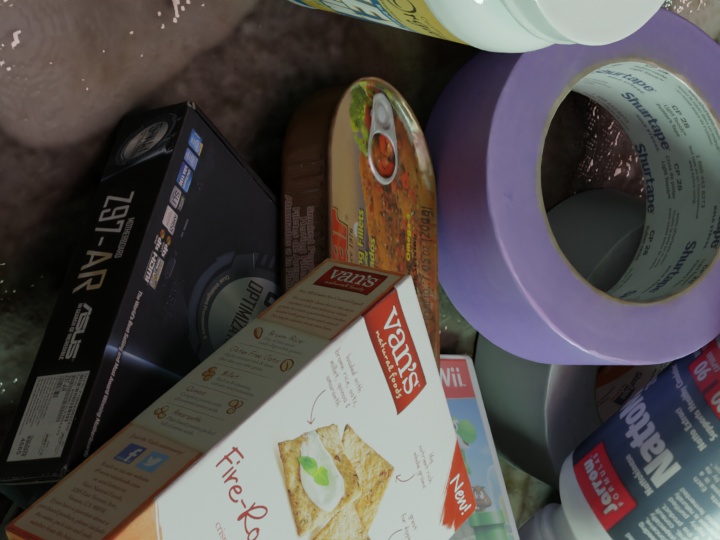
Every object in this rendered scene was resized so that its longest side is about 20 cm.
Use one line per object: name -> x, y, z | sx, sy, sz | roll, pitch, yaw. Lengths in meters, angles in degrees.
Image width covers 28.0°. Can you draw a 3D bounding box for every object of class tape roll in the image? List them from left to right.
tape roll -> 0.137, -0.047, 0.833 | 0.198, 0.085, 0.203 | 2, 85, -25
tape roll -> 0.166, 0.051, 0.967 | 0.199, 0.066, 0.203 | -19, 119, -38

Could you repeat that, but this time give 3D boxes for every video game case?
video game case -> 0.037, 0.144, 0.828 | 0.142, 0.017, 0.202 | 5, 64, -44

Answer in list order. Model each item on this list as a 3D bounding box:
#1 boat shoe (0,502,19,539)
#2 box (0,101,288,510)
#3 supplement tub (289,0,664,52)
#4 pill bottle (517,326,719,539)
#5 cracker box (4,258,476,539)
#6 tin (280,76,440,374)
boat shoe -> -0.118, 0.114, 0.715 | 0.201, 0.074, 0.087 | -1, 107, -46
box -> -0.079, 0.048, 0.687 | 0.160, 0.043, 0.202 | 50, 42, -42
supplement tub -> 0.041, -0.181, 0.662 | 0.144, 0.199, 0.147 | -17, 117, -38
pill bottle -> 0.189, 0.133, 0.865 | 0.200, 0.120, 0.119 | -45, 139, 19
cracker box -> -0.039, 0.105, 0.620 | 0.200, 0.057, 0.135 | -41, 126, -36
tin -> 0.000, 0.000, 0.754 | 0.112, 0.041, 0.203 | 22, 65, -60
